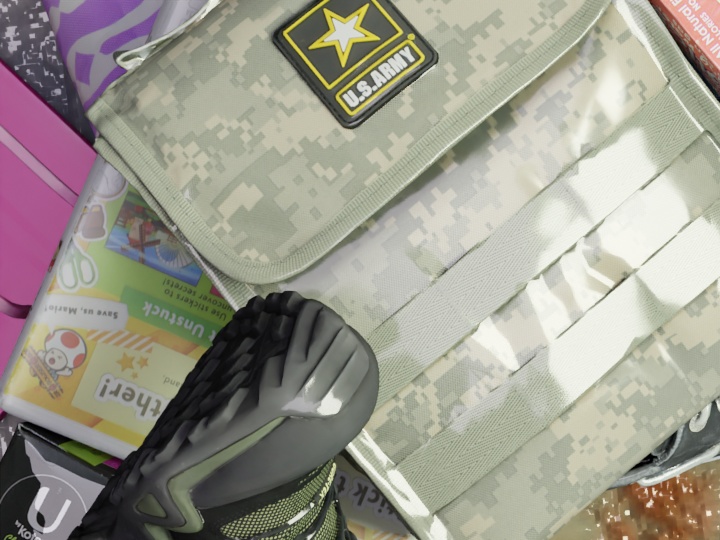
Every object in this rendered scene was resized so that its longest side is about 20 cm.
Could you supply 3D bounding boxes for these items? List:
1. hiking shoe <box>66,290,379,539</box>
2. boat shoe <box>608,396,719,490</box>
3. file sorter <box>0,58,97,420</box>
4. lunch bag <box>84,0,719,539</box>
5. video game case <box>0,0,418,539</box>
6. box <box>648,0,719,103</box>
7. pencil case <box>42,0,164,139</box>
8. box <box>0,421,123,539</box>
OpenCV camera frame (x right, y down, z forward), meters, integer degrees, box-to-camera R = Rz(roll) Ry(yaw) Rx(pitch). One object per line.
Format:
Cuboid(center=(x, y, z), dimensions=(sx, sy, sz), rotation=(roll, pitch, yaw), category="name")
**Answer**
Cuboid(center=(-0.025, 0.079, 0.726), dimensions=(0.100, 0.200, 0.076), rotation=(35, 55, -4), category="hiking shoe")
Cuboid(center=(0.112, 0.042, 0.903), dimensions=(0.199, 0.068, 0.072), rotation=(-20, 88, 5), category="boat shoe")
Cuboid(center=(-0.195, 0.008, 0.904), dimensions=(0.139, 0.125, 0.200), rotation=(43, 93, 5), category="file sorter")
Cuboid(center=(0.029, -0.027, 0.776), dimensions=(0.164, 0.118, 0.200), rotation=(-39, 97, -3), category="lunch bag")
Cuboid(center=(0.000, 0.000, 0.842), dimensions=(0.199, 0.023, 0.183), rotation=(24, 91, -15), category="video game case")
Cuboid(center=(0.151, -0.090, 0.785), dimensions=(0.102, 0.095, 0.200), rotation=(-39, 79, 4), category="box")
Cuboid(center=(-0.079, -0.118, 0.898), dimensions=(0.085, 0.084, 0.201), rotation=(-24, 75, 12), category="pencil case")
Cuboid(center=(-0.102, 0.167, 0.882), dimensions=(0.124, 0.149, 0.201), rotation=(29, 92, 5), category="box")
